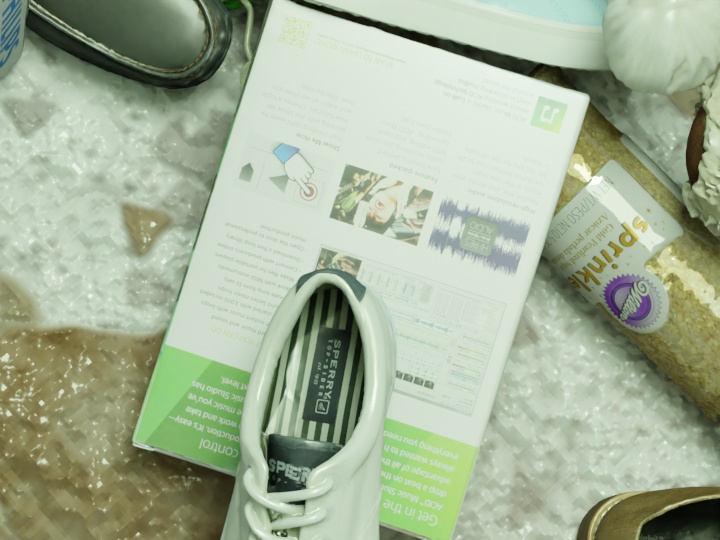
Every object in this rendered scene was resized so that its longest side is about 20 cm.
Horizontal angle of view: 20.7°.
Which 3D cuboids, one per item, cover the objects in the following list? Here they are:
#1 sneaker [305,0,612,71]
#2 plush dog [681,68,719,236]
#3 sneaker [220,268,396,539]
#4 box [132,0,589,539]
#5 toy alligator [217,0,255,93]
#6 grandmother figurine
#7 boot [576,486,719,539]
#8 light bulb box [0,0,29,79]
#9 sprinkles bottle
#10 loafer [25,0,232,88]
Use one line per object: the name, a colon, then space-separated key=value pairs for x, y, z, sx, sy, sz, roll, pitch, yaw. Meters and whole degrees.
sneaker: x=0.059 y=-0.139 z=0.857 sx=0.199 sy=0.074 sz=0.083 roll=10 pitch=104 yaw=-25
plush dog: x=0.245 y=-0.076 z=0.883 sx=0.159 sy=0.172 sz=0.201 roll=12 pitch=71 yaw=22
sneaker: x=-0.027 y=0.095 z=0.768 sx=0.072 sy=0.071 sz=0.202 roll=1 pitch=76 yaw=12
box: x=0.000 y=0.000 z=0.842 sx=0.143 sy=0.036 sz=0.202 roll=18 pitch=89 yaw=3
toy alligator: x=-0.058 y=-0.164 z=0.893 sx=0.054 sy=0.059 sz=0.202 roll=-16 pitch=87 yaw=-59
grandmother figurine: x=0.135 y=-0.167 z=0.834 sx=0.120 sy=0.061 sz=0.202 roll=-4 pitch=63 yaw=26
boot: x=0.202 y=0.123 z=0.878 sx=0.198 sy=0.075 sz=0.074 roll=-1 pitch=77 yaw=-14
light bulb box: x=-0.268 y=-0.100 z=0.791 sx=0.198 sy=0.125 sz=0.200 roll=40 pitch=72 yaw=-1
sprinkles bottle: x=0.132 y=-0.003 z=0.891 sx=0.200 sy=0.068 sz=0.068 roll=45 pitch=73 yaw=0
loafer: x=-0.144 y=-0.146 z=0.848 sx=0.199 sy=0.072 sz=0.073 roll=34 pitch=96 yaw=-1
